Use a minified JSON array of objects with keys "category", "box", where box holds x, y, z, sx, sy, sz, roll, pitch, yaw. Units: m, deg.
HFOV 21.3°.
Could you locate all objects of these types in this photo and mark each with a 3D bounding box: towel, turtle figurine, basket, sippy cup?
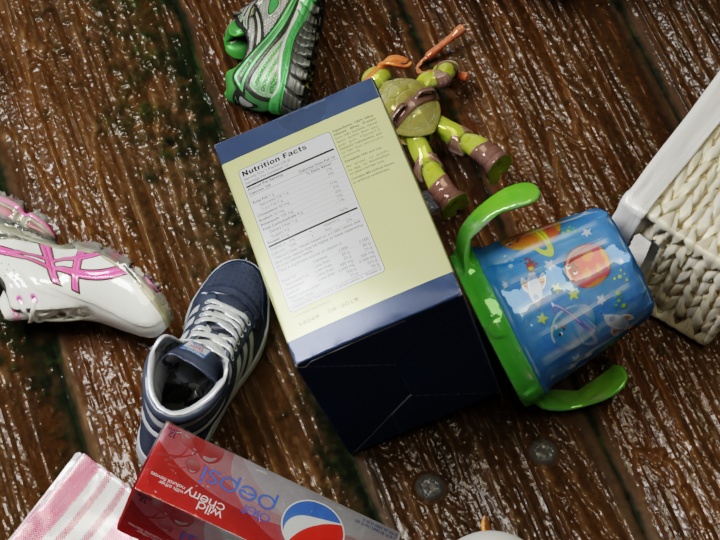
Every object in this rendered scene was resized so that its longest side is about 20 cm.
[{"category":"towel","box":[-0.176,0.242,1.435,0.199,0.030,0.147,32,61,12]},{"category":"turtle figurine","box":[0.057,-0.133,1.666,0.200,0.065,0.161,-35,69,-24]},{"category":"basket","box":[0.301,-0.056,1.610,0.123,0.136,0.200,34,61,11]},{"category":"sippy cup","box":[0.157,0.020,1.520,0.130,0.178,0.140,-26,63,4]}]

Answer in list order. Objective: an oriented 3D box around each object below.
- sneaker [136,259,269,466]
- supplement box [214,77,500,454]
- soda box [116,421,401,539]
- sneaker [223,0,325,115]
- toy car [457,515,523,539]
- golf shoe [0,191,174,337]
[{"category":"sneaker","box":[-0.118,0.056,1.506,0.070,0.109,0.201,20,59,5]},{"category":"supplement box","box":[0.000,0.000,1.486,0.134,0.200,0.201,-22,63,2]},{"category":"soda box","box":[-0.076,0.195,1.432,0.199,0.064,0.070,25,48,-2]},{"category":"sneaker","box":[-0.076,-0.228,1.701,0.085,0.078,0.201,7,57,2]},{"category":"toy car","box":[0.097,0.268,1.400,0.183,0.178,0.200,-11,20,17]},{"category":"golf shoe","box":[-0.242,0.016,1.540,0.199,0.073,0.092,24,65,22]}]
